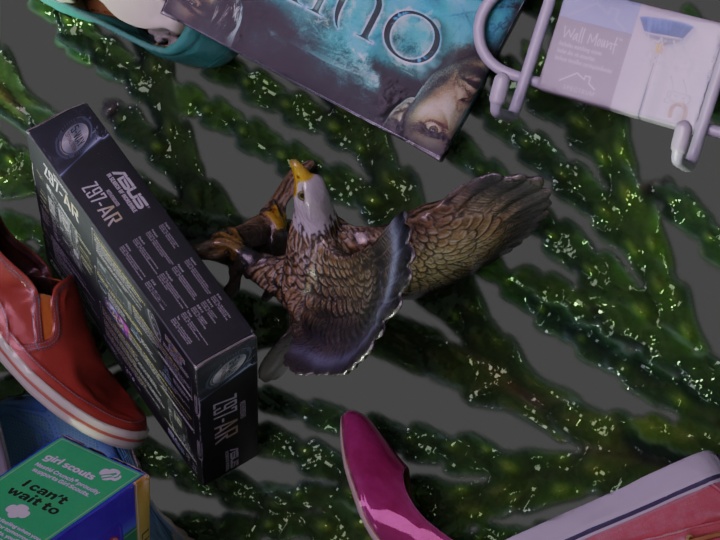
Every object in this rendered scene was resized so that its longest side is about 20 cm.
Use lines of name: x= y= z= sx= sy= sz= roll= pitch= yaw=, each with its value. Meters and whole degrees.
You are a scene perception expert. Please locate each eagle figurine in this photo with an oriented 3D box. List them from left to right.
eagle figurine: x=-0.003 y=-0.004 z=1.474 sx=0.200 sy=0.151 sz=0.152 roll=12 pitch=77 yaw=36

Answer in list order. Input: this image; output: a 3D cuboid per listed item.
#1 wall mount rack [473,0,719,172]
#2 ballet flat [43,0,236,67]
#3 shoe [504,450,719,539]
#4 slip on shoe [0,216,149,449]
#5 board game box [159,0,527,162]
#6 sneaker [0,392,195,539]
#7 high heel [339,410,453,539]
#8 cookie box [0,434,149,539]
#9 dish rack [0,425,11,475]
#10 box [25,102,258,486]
wall mount rack: x=0.159 y=-0.156 z=1.444 sx=0.200 sy=0.075 sz=0.174 roll=17 pitch=90 yaw=18
ballet flat: x=-0.164 y=-0.191 z=1.627 sx=0.200 sy=0.070 sz=0.067 roll=26 pitch=96 yaw=29
shoe: x=0.133 y=0.183 z=1.392 sx=0.200 sy=0.071 sz=0.091 roll=-25 pitch=71 yaw=-6
slip on shoe: x=-0.200 y=0.033 z=1.575 sx=0.061 sy=0.074 sz=0.200 roll=-39 pitch=95 yaw=10
board game box: x=-0.006 y=-0.172 z=1.532 sx=0.200 sy=0.028 sz=0.135 roll=28 pitch=96 yaw=5
sneaker: x=-0.177 y=0.147 z=1.575 sx=0.200 sy=0.090 sz=0.078 roll=44 pitch=102 yaw=27
high heel: x=0.058 y=0.157 z=1.474 sx=0.096 sy=0.067 sz=0.200 roll=-25 pitch=61 yaw=2
cookie box: x=-0.211 y=0.216 z=1.431 sx=0.075 sy=0.200 sz=0.171 roll=22 pitch=128 yaw=29
dish rack: x=-0.263 y=0.131 z=1.602 sx=0.200 sy=0.043 sz=0.172 roll=-49 pitch=53 yaw=55
box: x=-0.134 y=0.016 z=1.539 sx=0.044 sy=0.160 sz=0.200 roll=-29 pitch=64 yaw=-18
